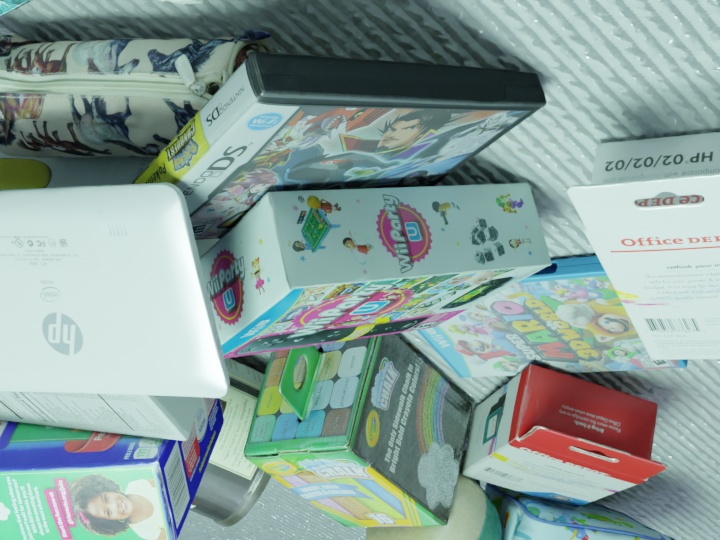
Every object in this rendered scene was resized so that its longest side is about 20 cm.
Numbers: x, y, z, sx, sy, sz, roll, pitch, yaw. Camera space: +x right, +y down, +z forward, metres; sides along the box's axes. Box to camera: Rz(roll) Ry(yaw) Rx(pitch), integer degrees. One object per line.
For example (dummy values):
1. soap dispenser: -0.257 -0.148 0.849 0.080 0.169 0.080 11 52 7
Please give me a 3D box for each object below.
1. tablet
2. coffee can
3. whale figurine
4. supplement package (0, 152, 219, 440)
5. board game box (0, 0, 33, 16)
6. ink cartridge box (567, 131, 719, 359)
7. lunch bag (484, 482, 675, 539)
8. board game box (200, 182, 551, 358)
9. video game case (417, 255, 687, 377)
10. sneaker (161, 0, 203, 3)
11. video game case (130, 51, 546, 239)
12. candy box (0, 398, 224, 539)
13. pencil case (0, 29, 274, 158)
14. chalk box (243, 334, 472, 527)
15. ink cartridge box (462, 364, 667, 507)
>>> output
1. tablet: -0.175 0.015 0.680 0.198 0.014 0.131 -1 114 24
2. coffee can: -0.183 0.131 1.085 0.199 0.148 0.146 27 149 -19
3. whale figurine: 0.063 0.240 1.117 0.104 0.159 0.200 45 180 -23
4. supplement package: -0.212 0.010 0.820 0.198 0.153 0.151 2 147 22
5. board game box: -0.304 -0.186 0.717 0.199 0.028 0.135 -12 141 38
6. ink cartridge box: 0.210 -0.022 0.715 0.114 0.068 0.200 -3 147 29
7. lunch bag: 0.203 0.262 1.121 0.159 0.083 0.200 11 178 -9
8. board game box: 0.000 0.000 0.764 0.198 0.065 0.147 -5 162 -33
9. video game case: 0.135 0.040 0.908 0.198 0.018 0.143 -6 145 33
10. sneaker: -0.062 -0.192 0.571 0.099 0.076 0.199 13 157 -37
11. video game case: -0.021 -0.065 0.681 0.198 0.026 0.180 -4 160 -38
12. candy box: -0.221 0.133 0.896 0.198 0.169 0.078 -5 113 8
13. pencil case: -0.144 -0.108 0.723 0.198 0.079 0.089 3 167 21
14. chalk box: -0.013 0.126 1.019 0.123 0.125 0.200 -10 140 38
15. ink cartridge box: 0.170 0.139 0.987 0.115 0.068 0.200 17 158 -6
